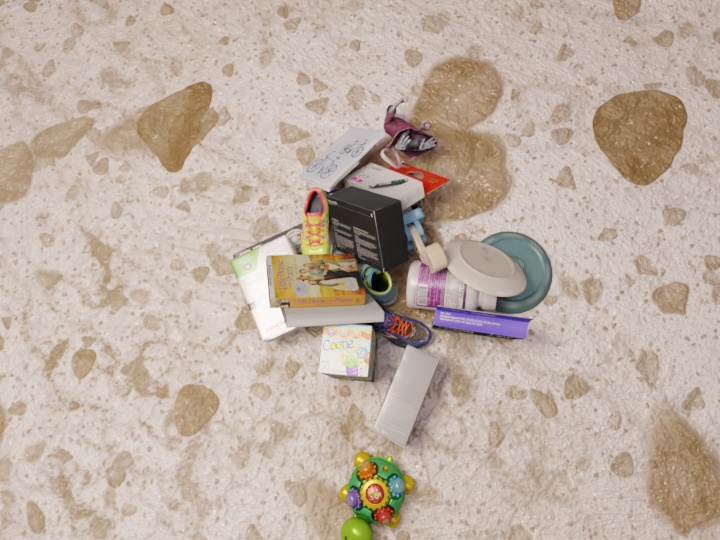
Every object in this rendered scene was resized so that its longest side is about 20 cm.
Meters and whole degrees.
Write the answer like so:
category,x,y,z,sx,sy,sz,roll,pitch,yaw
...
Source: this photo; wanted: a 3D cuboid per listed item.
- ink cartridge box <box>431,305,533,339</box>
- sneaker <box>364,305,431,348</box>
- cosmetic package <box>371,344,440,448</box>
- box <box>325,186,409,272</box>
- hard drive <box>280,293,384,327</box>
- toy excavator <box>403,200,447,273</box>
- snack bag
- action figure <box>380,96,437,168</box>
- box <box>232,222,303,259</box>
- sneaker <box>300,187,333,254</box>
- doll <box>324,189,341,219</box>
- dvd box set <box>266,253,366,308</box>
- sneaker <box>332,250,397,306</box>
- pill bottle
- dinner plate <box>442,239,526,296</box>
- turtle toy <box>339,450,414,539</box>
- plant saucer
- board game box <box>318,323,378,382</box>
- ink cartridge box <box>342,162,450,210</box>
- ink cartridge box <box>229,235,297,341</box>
category,x,y,z,sx,sy,sz,roll,pitch,yaw
ink cartridge box,0.254,0.115,1.172,0.195,0.200,0.044,7,81,8
sneaker,0.067,0.125,1.250,0.198,0.078,0.076,17,79,9
cosmetic package,0.101,0.274,1.196,0.089,0.107,0.202,25,81,11
box,0.013,-0.098,1.216,0.078,0.143,0.199,-26,29,-25
hard drive,-0.063,0.081,1.137,0.197,0.132,0.027,-2,106,-14
toy excavator,0.121,-0.075,1.240,0.099,0.195,0.202,-25,81,-12
snack bag,-0.046,-0.278,1.329,0.200,0.021,0.188,-45,31,-8
action figure,0.103,-0.334,1.344,0.149,0.134,0.200,-47,37,10
box,-0.190,-0.004,1.323,0.198,0.044,0.162,-23,76,-1
sneaker,-0.108,-0.101,1.270,0.077,0.090,0.203,-3,79,2
doll,-0.023,-0.160,1.345,0.197,0.048,0.138,-5,77,4
dvd box set,-0.098,0.018,1.154,0.197,0.030,0.147,-1,39,-12
sneaker,0.000,0.000,1.260,0.199,0.131,0.080,30,79,12
pill bottle,0.208,0.039,1.233,0.197,0.112,0.114,6,76,12
dinner plate,0.276,-0.016,1.200,0.198,0.024,0.201,13,34,-9
turtle toy,0.023,0.488,1.150,0.144,0.101,0.202,23,79,11
plant saucer,0.353,0.000,1.282,0.197,0.027,0.203,-1,76,6
board game box,-0.021,0.182,1.181,0.103,0.200,0.104,4,76,7
ink cartridge box,0.083,-0.213,1.274,0.173,0.044,0.199,-34,38,-20
ink cartridge box,-0.188,0.044,1.244,0.144,0.084,0.202,-24,81,-1
